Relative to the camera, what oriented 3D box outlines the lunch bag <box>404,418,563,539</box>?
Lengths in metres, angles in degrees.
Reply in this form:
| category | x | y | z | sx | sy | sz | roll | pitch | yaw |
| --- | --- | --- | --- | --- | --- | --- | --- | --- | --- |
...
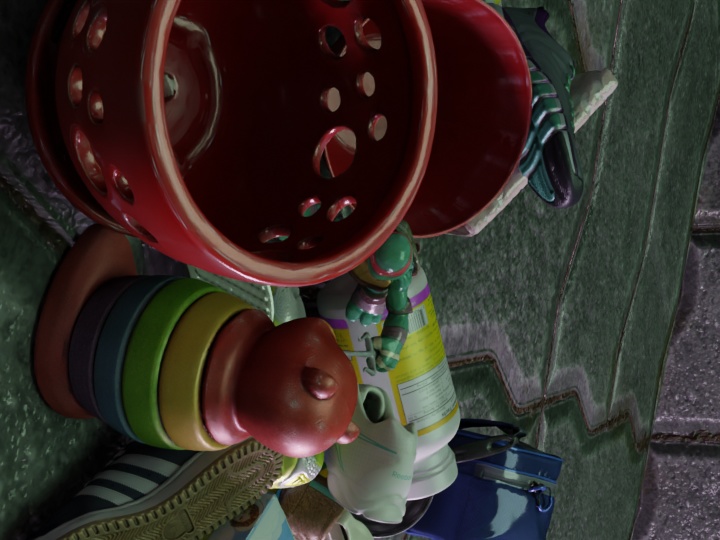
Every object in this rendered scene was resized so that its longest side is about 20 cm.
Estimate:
| category | x | y | z | sx | sy | sz | roll | pitch | yaw |
| --- | --- | --- | --- | --- | --- | --- | --- | --- | --- |
| lunch bag | 0.117 | 0.222 | 1.201 | 0.135 | 0.198 | 0.135 | 20 | 78 | -42 |

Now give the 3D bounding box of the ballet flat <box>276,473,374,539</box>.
| category | x | y | z | sx | sy | sz | roll | pitch | yaw |
| --- | --- | --- | --- | --- | --- | --- | --- | --- | --- |
| ballet flat | -0.015 | 0.240 | 0.923 | 0.068 | 0.071 | 0.203 | -53 | 144 | -42 |

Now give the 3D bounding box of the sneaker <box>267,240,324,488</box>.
| category | x | y | z | sx | sy | sz | roll | pitch | yaw |
| --- | --- | --- | --- | --- | --- | --- | --- | --- | --- |
| sneaker | -0.091 | 0.072 | 0.871 | 0.076 | 0.103 | 0.203 | 66 | 12 | -57 |

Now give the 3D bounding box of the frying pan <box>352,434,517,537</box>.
| category | x | y | z | sx | sy | sz | roll | pitch | yaw |
| --- | --- | --- | --- | --- | --- | --- | --- | --- | --- |
| frying pan | 0.047 | 0.177 | 1.112 | 0.189 | 0.116 | 0.031 | -37 | -176 | -5 |

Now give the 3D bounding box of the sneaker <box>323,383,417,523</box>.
| category | x | y | z | sx | sy | sz | roll | pitch | yaw |
| --- | --- | --- | --- | --- | --- | --- | --- | --- | --- |
| sneaker | -0.014 | 0.117 | 0.901 | 0.070 | 0.200 | 0.082 | 13 | 103 | -38 |

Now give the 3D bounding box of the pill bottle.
| category | x | y | z | sx | sy | sz | roll | pitch | yaw |
| --- | --- | --- | --- | --- | --- | --- | --- | --- | --- |
| pill bottle | 0.032 | 0.102 | 1.041 | 0.104 | 0.103 | 0.204 | -36 | 116 | -55 |

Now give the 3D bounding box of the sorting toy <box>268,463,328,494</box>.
| category | x | y | z | sx | sy | sz | roll | pitch | yaw |
| --- | --- | --- | --- | --- | --- | --- | --- | --- | --- |
| sorting toy | -0.064 | 0.247 | 0.985 | 0.198 | 0.068 | 0.204 | -16 | 114 | -62 |

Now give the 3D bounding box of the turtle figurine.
| category | x | y | z | sx | sy | sz | roll | pitch | yaw |
| --- | --- | --- | --- | --- | --- | --- | --- | --- | --- |
| turtle figurine | 0.000 | 0.000 | 0.863 | 0.151 | 0.100 | 0.200 | 59 | -8 | -3 |

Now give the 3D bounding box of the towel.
| category | x | y | z | sx | sy | sz | roll | pitch | yaw |
| --- | --- | --- | --- | --- | --- | --- | --- | --- | --- |
| towel | 0.141 | -0.116 | 1.116 | 0.032 | 0.191 | 0.200 | 45 | 83 | -14 |

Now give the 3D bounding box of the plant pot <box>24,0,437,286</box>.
| category | x | y | z | sx | sy | sz | roll | pitch | yaw |
| --- | --- | --- | --- | --- | --- | --- | --- | --- | --- |
| plant pot | -0.084 | -0.101 | 0.649 | 0.198 | 0.181 | 0.205 | -8 | 102 | -42 |

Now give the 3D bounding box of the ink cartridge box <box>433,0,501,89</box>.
| category | x | y | z | sx | sy | sz | roll | pitch | yaw |
| --- | --- | --- | --- | --- | --- | --- | --- | --- | --- |
| ink cartridge box | 0.076 | -0.217 | 1.091 | 0.146 | 0.081 | 0.203 | -55 | 145 | -42 |

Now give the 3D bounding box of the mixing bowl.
| category | x | y | z | sx | sy | sz | roll | pitch | yaw |
| --- | --- | --- | --- | --- | --- | --- | --- | --- | --- |
| mixing bowl | 0.034 | -0.138 | 0.962 | 0.197 | 0.108 | 0.204 | -9 | 110 | -26 |

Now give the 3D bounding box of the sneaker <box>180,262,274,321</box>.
| category | x | y | z | sx | sy | sz | roll | pitch | yaw |
| --- | --- | --- | --- | --- | --- | --- | --- | --- | --- |
| sneaker | -0.109 | -0.046 | 0.809 | 0.082 | 0.073 | 0.204 | -151 | -127 | -73 |

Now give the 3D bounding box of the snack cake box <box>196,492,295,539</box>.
| category | x | y | z | sx | sy | sz | roll | pitch | yaw |
| --- | --- | --- | --- | --- | --- | --- | --- | --- | --- |
| snack cake box | -0.140 | 0.234 | 0.764 | 0.201 | 0.113 | 0.068 | -56 | 141 | -40 |

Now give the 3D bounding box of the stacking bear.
| category | x | y | z | sx | sy | sz | roll | pitch | yaw |
| --- | --- | --- | --- | --- | --- | --- | --- | --- | --- |
| stacking bear | -0.092 | 0.059 | 0.705 | 0.115 | 0.197 | 0.123 | -60 | 148 | -34 |

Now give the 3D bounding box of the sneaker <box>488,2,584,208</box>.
| category | x | y | z | sx | sy | sz | roll | pitch | yaw |
| --- | --- | --- | --- | --- | --- | --- | --- | --- | --- |
| sneaker | 0.170 | -0.154 | 1.005 | 0.086 | 0.075 | 0.203 | -12 | 71 | -25 |

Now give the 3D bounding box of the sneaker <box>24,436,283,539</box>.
| category | x | y | z | sx | sy | sz | roll | pitch | yaw |
| --- | --- | --- | --- | --- | --- | --- | --- | --- | --- |
| sneaker | -0.160 | 0.144 | 0.765 | 0.198 | 0.108 | 0.071 | -27 | 132 | -22 |
